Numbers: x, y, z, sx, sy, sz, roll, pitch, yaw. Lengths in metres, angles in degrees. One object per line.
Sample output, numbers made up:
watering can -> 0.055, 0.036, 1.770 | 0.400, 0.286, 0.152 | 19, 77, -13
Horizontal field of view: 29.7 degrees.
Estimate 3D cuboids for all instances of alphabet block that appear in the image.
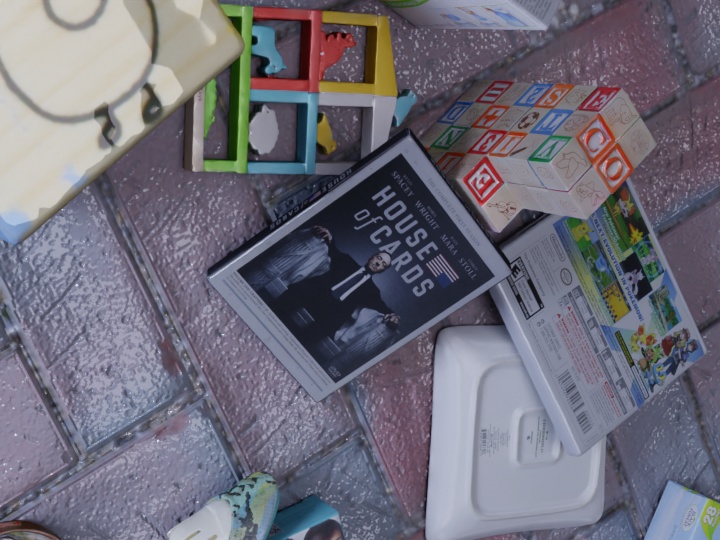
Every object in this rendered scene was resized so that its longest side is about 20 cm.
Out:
alphabet block -> -0.230, -0.160, 0.893 | 0.200, 0.196, 0.196 | -44, 117, -15

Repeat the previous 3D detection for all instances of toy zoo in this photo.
toy zoo -> -0.044, -0.143, 1.093 | 0.198, 0.020, 0.133 | -2, 99, -28

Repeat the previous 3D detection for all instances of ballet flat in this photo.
ballet flat -> -0.136, 0.243, 1.077 | 0.074, 0.074, 0.201 | 33, 81, -28

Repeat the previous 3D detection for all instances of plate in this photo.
plate -> 0.154, 0.148, 1.241 | 0.198, 0.032, 0.202 | -1, 100, -28

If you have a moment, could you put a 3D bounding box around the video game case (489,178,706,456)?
video game case -> 0.214, 0.035, 1.234 | 0.182, 0.022, 0.201 | -33, 103, -26

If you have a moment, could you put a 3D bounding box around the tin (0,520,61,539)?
tin -> -0.260, 0.289, 1.041 | 0.111, 0.042, 0.202 | -16, 106, -29

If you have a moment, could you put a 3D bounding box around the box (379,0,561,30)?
box -> 0.077, -0.256, 1.037 | 0.101, 0.200, 0.113 | 30, 86, -28

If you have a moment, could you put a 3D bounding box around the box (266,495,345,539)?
box -> -0.040, 0.301, 1.152 | 0.082, 0.049, 0.202 | -21, 108, -24

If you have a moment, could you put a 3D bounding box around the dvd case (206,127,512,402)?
dvd case -> 0.000, 0.000, 1.087 | 0.199, 0.025, 0.151 | -34, 115, 13

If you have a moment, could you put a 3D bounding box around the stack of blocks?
stack of blocks -> 0.126, -0.091, 1.090 | 0.115, 0.200, 0.059 | -46, 116, -15

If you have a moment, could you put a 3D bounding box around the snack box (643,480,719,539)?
snack box -> 0.362, 0.326, 1.360 | 0.199, 0.068, 0.170 | 25, 87, -27
